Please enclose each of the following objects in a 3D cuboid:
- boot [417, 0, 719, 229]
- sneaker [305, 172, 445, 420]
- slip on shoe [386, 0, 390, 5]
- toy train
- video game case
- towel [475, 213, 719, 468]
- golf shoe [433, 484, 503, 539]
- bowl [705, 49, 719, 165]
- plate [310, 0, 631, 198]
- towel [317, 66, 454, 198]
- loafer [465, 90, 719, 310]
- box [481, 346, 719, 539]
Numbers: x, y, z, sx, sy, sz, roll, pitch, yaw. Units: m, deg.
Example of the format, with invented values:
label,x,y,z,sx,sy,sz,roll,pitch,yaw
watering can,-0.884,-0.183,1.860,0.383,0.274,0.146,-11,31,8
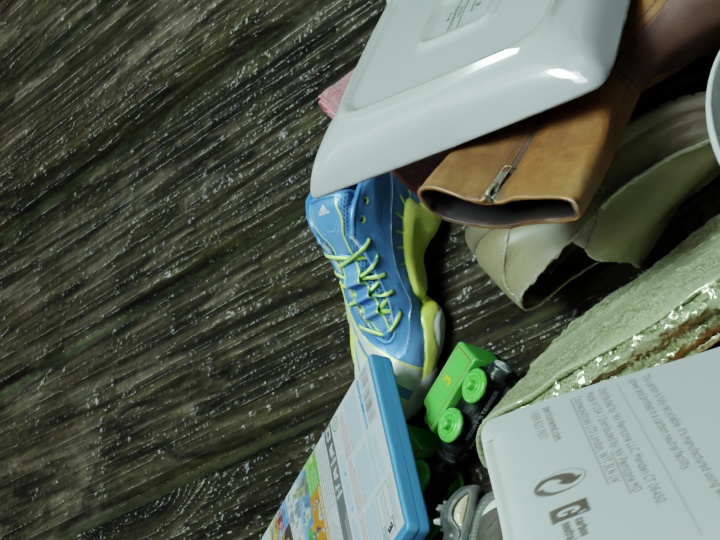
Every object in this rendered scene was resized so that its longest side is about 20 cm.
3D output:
label,x,y,z,sx,sy,sz,roll,pitch,yaw
boot,0.145,-0.103,0.755,0.188,0.069,0.200,4,43,38
sneaker,0.000,0.000,0.958,0.076,0.105,0.200,-15,66,43
slip on shoe,0.066,-0.133,0.973,0.061,0.074,0.200,-24,47,0
toy train,0.037,0.135,0.926,0.200,0.042,0.056,-60,33,14
video game case,-0.016,0.173,0.923,0.143,0.018,0.200,-103,34,-47
towel,0.153,0.028,0.773,0.036,0.148,0.200,49,124,0
golf shoe,0.078,0.219,0.785,0.094,0.078,0.200,-3,72,35
bowl,0.265,-0.052,0.679,0.201,0.090,0.201,-5,54,7
plate,0.067,-0.141,0.831,0.200,0.032,0.200,-18,33,35
towel,0.087,-0.132,0.905,0.200,0.023,0.144,-38,49,-7
loafer,0.156,-0.038,0.834,0.200,0.076,0.067,-30,69,32
box,0.166,0.134,0.543,0.200,0.199,0.171,-19,101,5
